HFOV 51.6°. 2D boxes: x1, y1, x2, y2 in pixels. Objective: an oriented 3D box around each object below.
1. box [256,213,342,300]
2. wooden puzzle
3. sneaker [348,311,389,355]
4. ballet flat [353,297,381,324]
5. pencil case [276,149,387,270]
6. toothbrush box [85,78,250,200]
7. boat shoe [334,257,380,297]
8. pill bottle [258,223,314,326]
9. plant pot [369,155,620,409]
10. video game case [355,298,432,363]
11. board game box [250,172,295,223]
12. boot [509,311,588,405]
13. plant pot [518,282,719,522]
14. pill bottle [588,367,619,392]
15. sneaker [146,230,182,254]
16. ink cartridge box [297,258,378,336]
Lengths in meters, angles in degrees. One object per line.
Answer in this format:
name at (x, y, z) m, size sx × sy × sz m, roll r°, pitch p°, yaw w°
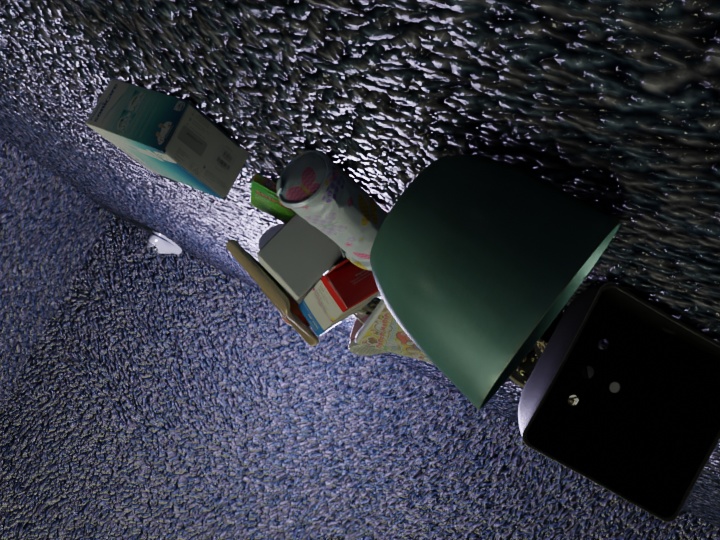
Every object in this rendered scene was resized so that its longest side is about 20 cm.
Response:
box at (-0.095, -0.028, 1.233) m, size 0.098 × 0.124 × 0.200 m, roll 45°, pitch 173°, yaw -2°
wooden puzzle at (-0.154, 0.040, 1.362) m, size 0.185 × 0.037 × 0.200 m, roll 45°, pitch 171°, yaw 26°
sneaker at (0.073, 0.109, 1.492) m, size 0.197 × 0.106 × 0.076 m, roll -6°, pitch 147°, yaw 21°
ballet flat at (0.046, 0.086, 1.435) m, size 0.198 × 0.073 × 0.072 m, roll 17°, pitch 166°, yaw 38°
pencil case at (-0.025, -0.076, 0.988) m, size 0.090 × 0.084 × 0.200 m, roll -5°, pitch 152°, yaw 32°
toothbrush box at (-0.289, -0.197, 1.115) m, size 0.198 × 0.086 × 0.146 m, roll 21°, pitch 169°, yaw 36°
boat shoe at (0.000, 0.000, 1.348) m, size 0.067 × 0.074 × 0.199 m, roll 40°, pitch 161°, yaw -26°
pill bottle at (-0.134, 0.010, 1.516) m, size 0.115 × 0.116 × 0.202 m, roll 22°, pitch 144°, yaw 34°
plant pot at (0.105, -0.006, 0.668) m, size 0.160 × 0.201 × 0.201 m, roll 37°, pitch 174°, yaw 16°
video game case at (0.104, 0.106, 1.357) m, size 0.179 × 0.023 × 0.200 m, roll 16°, pitch 147°, yaw -12°
board game box at (-0.144, -0.119, 1.290) m, size 0.095 × 0.030 × 0.200 m, roll 29°, pitch 173°, yaw -5°
boot at (0.270, 0.121, 1.102) m, size 0.200 × 0.073 × 0.152 m, roll 44°, pitch 158°, yaw 49°
plant pot at (0.303, 0.142, 0.898) m, size 0.198 × 0.202 × 0.177 m, roll 28°, pitch -179°, yaw -2°
pill bottle at (0.363, 0.195, 1.208) m, size 0.111 × 0.114 × 0.200 m, roll 29°, pitch 170°, yaw -7°
sneaker at (-0.899, -0.111, 3.404) m, size 0.076 × 0.081 × 0.200 m, roll 20°, pitch 169°, yaw 35°
ink cartridge box at (-0.016, 0.028, 1.227) m, size 0.068 × 0.115 × 0.200 m, roll 55°, pitch 152°, yaw 6°
